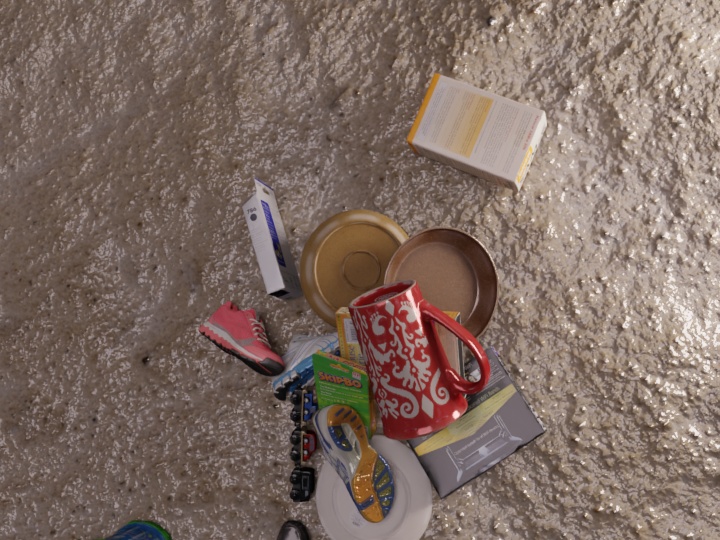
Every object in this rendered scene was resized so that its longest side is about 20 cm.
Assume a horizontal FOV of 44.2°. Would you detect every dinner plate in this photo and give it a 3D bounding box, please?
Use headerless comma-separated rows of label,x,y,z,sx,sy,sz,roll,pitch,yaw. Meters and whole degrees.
dinner plate,0.019,0.372,1.449,0.197,0.024,0.203,-2,82,15

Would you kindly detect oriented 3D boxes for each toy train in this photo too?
toy train,-0.093,0.285,1.464,0.045,0.034,0.203,1,98,3

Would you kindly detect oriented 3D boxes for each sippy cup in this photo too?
sippy cup,-0.395,0.497,1.483,0.176,0.130,0.141,-23,76,11

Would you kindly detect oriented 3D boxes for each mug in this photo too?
mug,0.083,0.118,1.298,0.175,0.133,0.202,-21,99,-3

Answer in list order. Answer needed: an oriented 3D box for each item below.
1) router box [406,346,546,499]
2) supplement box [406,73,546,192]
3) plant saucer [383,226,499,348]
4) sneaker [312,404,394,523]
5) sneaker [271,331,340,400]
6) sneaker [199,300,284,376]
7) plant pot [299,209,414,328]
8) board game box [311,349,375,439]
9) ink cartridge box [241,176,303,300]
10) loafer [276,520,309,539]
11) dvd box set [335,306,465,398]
router box,0.172,0.242,1.412,0.199,0.052,0.158,-34,75,8
supplement box,0.192,-0.228,1.464,0.198,0.073,0.127,24,88,17
plant saucer,0.126,0.031,1.428,0.197,0.037,0.204,0,91,-15
sneaker,-0.012,0.306,1.426,0.075,0.088,0.202,-23,95,-30
sneaker,-0.072,0.130,1.486,0.198,0.075,0.087,-30,55,1
sneaker,-0.191,0.107,1.496,0.199,0.074,0.087,25,75,39
plant pot,0.000,0.000,1.438,0.197,0.027,0.203,1,86,-8
board game box,-0.025,0.195,1.404,0.094,0.201,0.030,18,56,17
ink cartridge box,-0.155,-0.053,1.517,0.039,0.099,0.203,-19,77,12
loafer,-0.123,0.512,1.439,0.072,0.072,0.203,2,82,16
dvd box set,0.063,0.132,1.386,0.197,0.029,0.148,1,111,22
